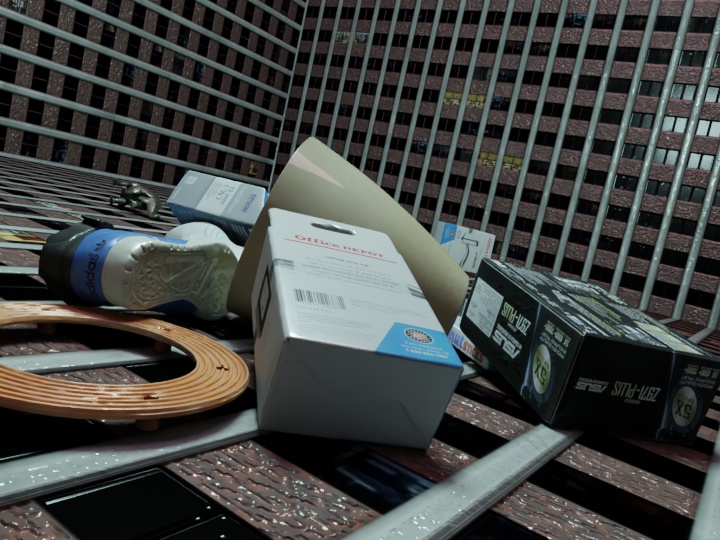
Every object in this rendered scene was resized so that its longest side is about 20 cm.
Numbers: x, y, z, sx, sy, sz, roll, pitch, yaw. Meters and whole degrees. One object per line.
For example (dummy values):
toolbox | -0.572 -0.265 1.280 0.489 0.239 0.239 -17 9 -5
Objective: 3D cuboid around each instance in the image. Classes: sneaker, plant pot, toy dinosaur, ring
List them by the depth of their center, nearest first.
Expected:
ring | -0.167 0.055 0.383 0.196 0.020 0.200 13 5 -1
sneaker | -0.191 0.000 0.550 0.109 0.078 0.200 11 1 16
plant pot | 0.000 0.000 0.611 0.197 0.190 0.187 26 6 -1
sneaker | -0.191 -0.017 0.753 0.198 0.072 0.080 19 11 38
toy dinosaur | -0.504 -0.168 1.418 0.197 0.079 0.102 14 12 33

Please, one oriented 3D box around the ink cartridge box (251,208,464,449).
ink cartridge box | -0.016 0.031 0.451 0.114 0.068 0.201 12 23 -17

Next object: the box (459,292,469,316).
box | 0.265 0.087 0.905 0.155 0.051 0.199 10 7 -34

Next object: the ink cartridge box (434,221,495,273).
ink cartridge box | 0.354 -0.076 2.155 0.196 0.149 0.084 11 5 -15

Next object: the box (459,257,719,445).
box | 0.215 0.072 0.615 0.161 0.088 0.200 11 16 -19

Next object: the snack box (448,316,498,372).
snack box | 0.147 0.087 0.762 0.070 0.025 0.200 12 6 -14

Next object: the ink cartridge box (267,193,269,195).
ink cartridge box | -0.196 -0.091 1.189 0.067 0.119 0.198 19 7 39

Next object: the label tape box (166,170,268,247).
label tape box | -0.147 -0.049 0.847 0.197 0.067 0.144 14 -30 24
